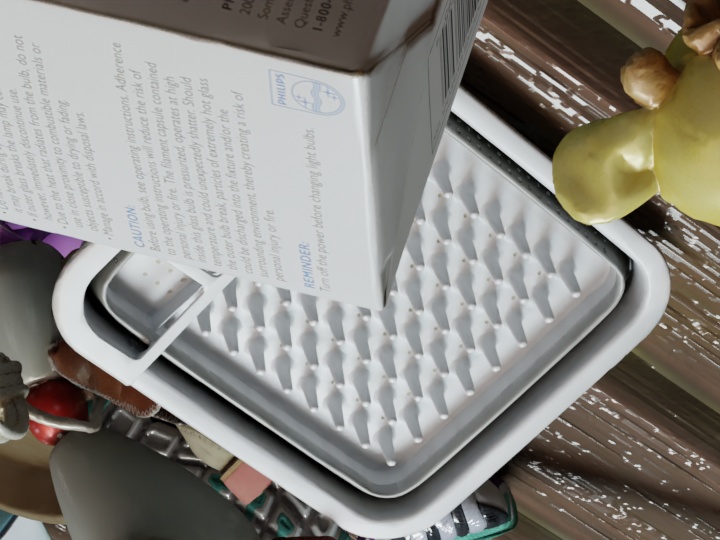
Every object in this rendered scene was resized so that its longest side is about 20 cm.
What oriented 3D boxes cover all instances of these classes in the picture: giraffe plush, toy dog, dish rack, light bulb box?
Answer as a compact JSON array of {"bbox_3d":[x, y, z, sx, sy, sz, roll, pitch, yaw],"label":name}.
[{"bbox_3d":[0.152,-0.021,0.946,0.162,0.173,0.200,43,161,0],"label":"giraffe plush"},{"bbox_3d":[-0.079,0.072,1.160,0.096,0.132,0.201,-27,98,6],"label":"toy dog"},{"bbox_3d":[0.000,0.000,1.102,0.172,0.044,0.200,-43,122,16],"label":"dish rack"},{"bbox_3d":[-0.063,-0.119,0.829,0.199,0.199,0.125,14,150,11],"label":"light bulb box"}]

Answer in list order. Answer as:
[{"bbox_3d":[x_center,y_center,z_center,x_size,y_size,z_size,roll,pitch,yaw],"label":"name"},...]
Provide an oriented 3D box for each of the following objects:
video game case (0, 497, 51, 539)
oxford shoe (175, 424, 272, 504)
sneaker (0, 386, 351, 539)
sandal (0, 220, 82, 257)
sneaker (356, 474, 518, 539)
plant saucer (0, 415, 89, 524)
[{"bbox_3d":[-0.228,0.125,1.466,0.199,0.046,0.182,28,158,24],"label":"video game case"},{"bbox_3d":[-0.039,0.031,1.222,0.075,0.071,0.200,38,143,2],"label":"oxford shoe"},{"bbox_3d":[-0.081,0.116,1.385,0.199,0.078,0.091,31,164,17],"label":"sneaker"},{"bbox_3d":[-0.180,-0.026,1.222,0.201,0.050,0.083,13,152,11],"label":"sandal"},{"bbox_3d":[0.027,0.081,1.294,0.074,0.088,0.200,-16,172,-6],"label":"sneaker"},{"bbox_3d":[-0.194,0.042,1.283,0.199,0.030,0.200,28,156,14],"label":"plant saucer"}]
